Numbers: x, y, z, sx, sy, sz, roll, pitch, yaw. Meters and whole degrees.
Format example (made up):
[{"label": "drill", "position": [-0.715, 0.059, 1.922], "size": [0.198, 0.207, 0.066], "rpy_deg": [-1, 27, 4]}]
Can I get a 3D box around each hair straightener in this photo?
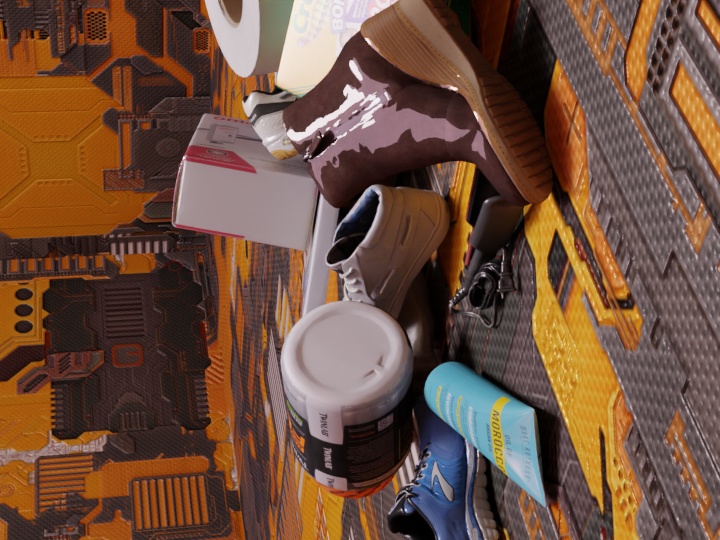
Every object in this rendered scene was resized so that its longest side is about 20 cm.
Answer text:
[{"label": "hair straightener", "position": [0.101, -0.007, 1.070], "size": [0.200, 0.041, 0.077], "rpy_deg": [105, 159, -57]}]

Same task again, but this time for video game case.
[{"label": "video game case", "position": [-0.038, -0.059, 1.380], "size": [0.182, 0.023, 0.201], "rpy_deg": [-93, 11, -73]}]

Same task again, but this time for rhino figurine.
[{"label": "rhino figurine", "position": [0.045, 0.057, 1.315], "size": [0.087, 0.060, 0.200], "rpy_deg": [120, 143, -52]}]

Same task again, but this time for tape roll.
[{"label": "tape roll", "position": [-0.094, -0.283, 1.202], "size": [0.202, 0.071, 0.203], "rpy_deg": [166, 90, -72]}]

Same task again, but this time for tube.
[{"label": "tube", "position": [0.109, 0.124, 1.071], "size": [0.200, 0.050, 0.078], "rpy_deg": [-148, 43, -70]}]

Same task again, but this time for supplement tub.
[{"label": "supplement tub", "position": [-0.010, 0.131, 1.249], "size": [0.200, 0.122, 0.123], "rpy_deg": [87, 173, -52]}]

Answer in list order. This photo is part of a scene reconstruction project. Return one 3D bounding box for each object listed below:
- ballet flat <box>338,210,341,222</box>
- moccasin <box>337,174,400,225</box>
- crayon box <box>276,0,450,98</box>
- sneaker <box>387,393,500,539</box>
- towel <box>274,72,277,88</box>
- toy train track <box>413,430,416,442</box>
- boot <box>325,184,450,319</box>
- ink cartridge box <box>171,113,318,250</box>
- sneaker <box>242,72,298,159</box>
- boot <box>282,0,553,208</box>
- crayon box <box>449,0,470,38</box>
[{"label": "ballet flat", "position": [-0.015, -0.085, 1.556], "size": [0.200, 0.064, 0.068], "rpy_deg": [-104, 18, -59]}, {"label": "moccasin", "position": [0.005, -0.081, 1.429], "size": [0.074, 0.078, 0.202], "rpy_deg": [-111, 21, -50]}, {"label": "crayon box", "position": [0.010, -0.225, 1.068], "size": [0.119, 0.058, 0.200], "rpy_deg": [30, 118, 31]}, {"label": "sneaker", "position": [0.067, 0.196, 1.166], "size": [0.079, 0.089, 0.200], "rpy_deg": [101, 164, -50]}, {"label": "towel", "position": [-0.043, -0.213, 1.490], "size": [0.200, 0.024, 0.147], "rpy_deg": [31, -131, -57]}, {"label": "toy train track", "position": [0.042, 0.118, 1.430], "size": [0.115, 0.032, 0.200], "rpy_deg": [92, 175, -58]}, {"label": "boot", "position": [0.000, 0.000, 1.256], "size": [0.200, 0.095, 0.074], "rpy_deg": [-61, 41, 23]}, {"label": "ink cartridge box", "position": [-0.120, -0.102, 1.424], "size": [0.200, 0.146, 0.083], "rpy_deg": [-93, 13, -70]}, {"label": "sneaker", "position": [-0.037, -0.207, 1.349], "size": [0.088, 0.200, 0.076], "rpy_deg": [50, 156, -12]}, {"label": "boot", "position": [0.041, -0.096, 0.998], "size": [0.166, 0.072, 0.200], "rpy_deg": [-41, 72, 30]}, {"label": "crayon box", "position": [0.048, -0.186, 1.205], "size": [0.200, 0.058, 0.119], "rpy_deg": [-146, 53, -76]}]
